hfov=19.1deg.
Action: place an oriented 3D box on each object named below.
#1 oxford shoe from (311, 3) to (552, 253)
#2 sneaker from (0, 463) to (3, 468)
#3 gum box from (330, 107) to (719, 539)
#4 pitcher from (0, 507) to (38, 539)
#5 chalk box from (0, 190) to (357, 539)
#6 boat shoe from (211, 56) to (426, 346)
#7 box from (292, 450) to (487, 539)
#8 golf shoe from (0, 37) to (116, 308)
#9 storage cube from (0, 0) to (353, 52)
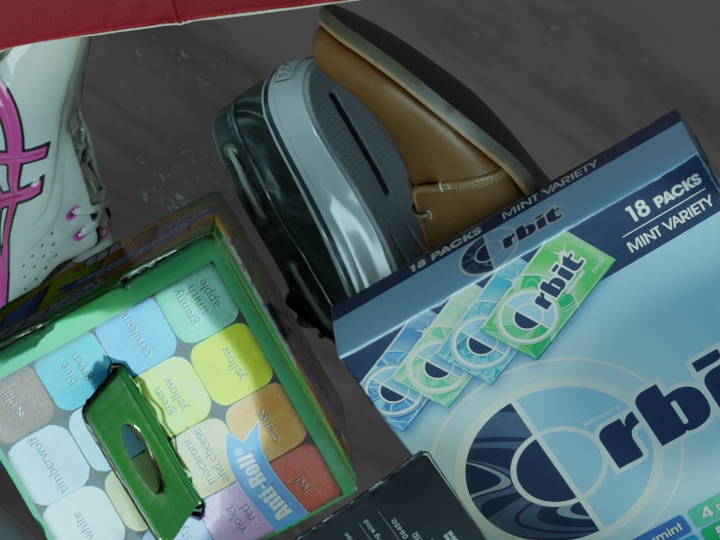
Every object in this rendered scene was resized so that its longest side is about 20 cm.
[{"bbox_3d":[0.044,-0.034,0.932,0.200,0.071,0.071,44,105,-4],"label":"oxford shoe"},{"bbox_3d":[-0.215,0.076,1.031,0.199,0.088,0.075,19,158,9],"label":"sneaker"},{"bbox_3d":[0.110,0.055,0.916,0.169,0.045,0.200,-29,118,11],"label":"gum box"},{"bbox_3d":[-0.204,0.197,1.057,0.199,0.121,0.172,23,78,2],"label":"pitcher"},{"bbox_3d":[-0.083,0.057,0.897,0.124,0.200,0.125,-29,100,1],"label":"chalk box"},{"bbox_3d":[0.000,0.000,0.973,0.071,0.072,0.201,-20,99,37],"label":"boat shoe"},{"bbox_3d":[-0.020,0.193,0.921,0.182,0.200,0.104,-32,72,-11],"label":"box"},{"bbox_3d":[-0.148,-0.048,0.992,0.092,0.073,0.201,23,125,0],"label":"golf shoe"},{"bbox_3d":[-0.070,-0.205,0.838,0.170,0.200,0.181,-6,115,18],"label":"storage cube"}]
